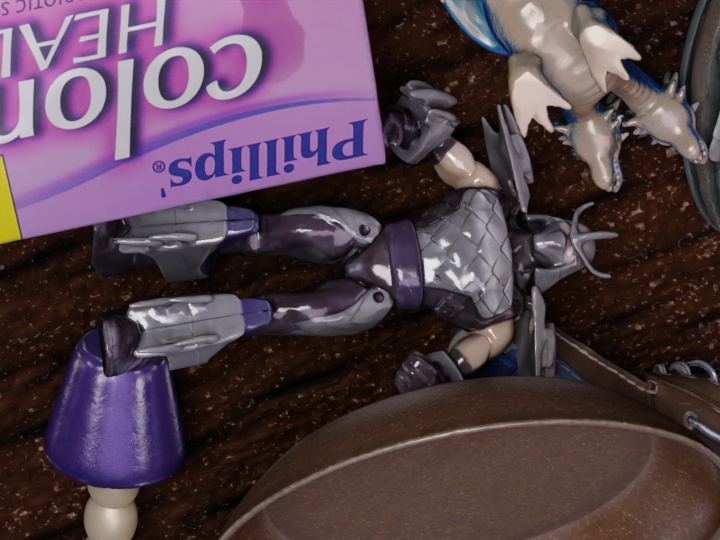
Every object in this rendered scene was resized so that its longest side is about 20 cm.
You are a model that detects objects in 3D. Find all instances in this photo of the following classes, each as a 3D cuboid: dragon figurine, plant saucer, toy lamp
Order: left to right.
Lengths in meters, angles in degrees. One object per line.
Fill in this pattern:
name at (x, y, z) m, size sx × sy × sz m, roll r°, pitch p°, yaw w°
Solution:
toy lamp at (-0.102, 0.118, 1.006) m, size 0.058 × 0.058 × 0.201 m, roll 3°, pitch 115°, yaw -12°
plant saucer at (0.039, 0.088, 0.936) m, size 0.199 × 0.037 × 0.201 m, roll -8°, pitch 150°, yaw -5°
dragon figurine at (0.057, -0.107, 0.926) m, size 0.059 × 0.099 × 0.200 m, roll -36°, pitch 97°, yaw 9°

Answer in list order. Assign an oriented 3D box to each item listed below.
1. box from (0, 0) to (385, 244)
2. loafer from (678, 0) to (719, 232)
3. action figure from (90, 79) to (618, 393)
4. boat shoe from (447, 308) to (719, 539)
box at (-0.096, -0.125, 0.867) m, size 0.174 × 0.097 × 0.201 m, roll -12°, pitch 117°, yaw -5°
loafer at (0.166, -0.095, 0.950) m, size 0.071 × 0.063 × 0.201 m, roll 3°, pitch 114°, yaw -12°
action figure at (0.000, 0.000, 0.943) m, size 0.198 × 0.069 × 0.131 m, roll -6°, pitch 71°, yaw -7°
boat shoe at (0.122, 0.077, 1.018) m, size 0.200 × 0.072 × 0.072 m, roll 42°, pitch 146°, yaw -5°
